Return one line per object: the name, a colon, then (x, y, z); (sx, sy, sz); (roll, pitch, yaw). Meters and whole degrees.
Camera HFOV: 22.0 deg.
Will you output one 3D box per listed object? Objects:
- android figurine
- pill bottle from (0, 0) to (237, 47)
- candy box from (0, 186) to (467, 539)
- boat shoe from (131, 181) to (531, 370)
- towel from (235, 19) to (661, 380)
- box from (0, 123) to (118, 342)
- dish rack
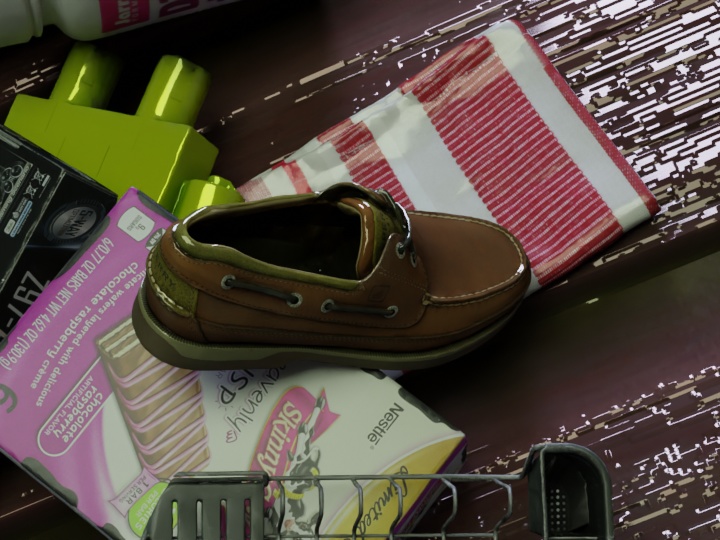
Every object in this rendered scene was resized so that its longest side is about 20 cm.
android figurine: (-0.149, -0.021, 0.966); (0.182, 0.041, 0.200); (11, 75, 31)
pill bottle: (-0.118, -0.187, 0.979); (0.200, 0.113, 0.113); (-17, 57, -13)
candy box: (-0.069, 0.075, 0.857); (0.200, 0.061, 0.136); (36, 79, 12)
boat shoe: (0.000, 0.000, 0.822); (0.200, 0.068, 0.072); (-9, 51, -32)
towel: (0.030, -0.029, 0.932); (0.200, 0.023, 0.144); (-32, 59, 0)
box: (-0.230, 0.014, 0.943); (0.160, 0.044, 0.200); (29, 90, 38)
dish rack: (0.005, 0.152, 0.776); (0.200, 0.055, 0.153); (0, 80, -6)
